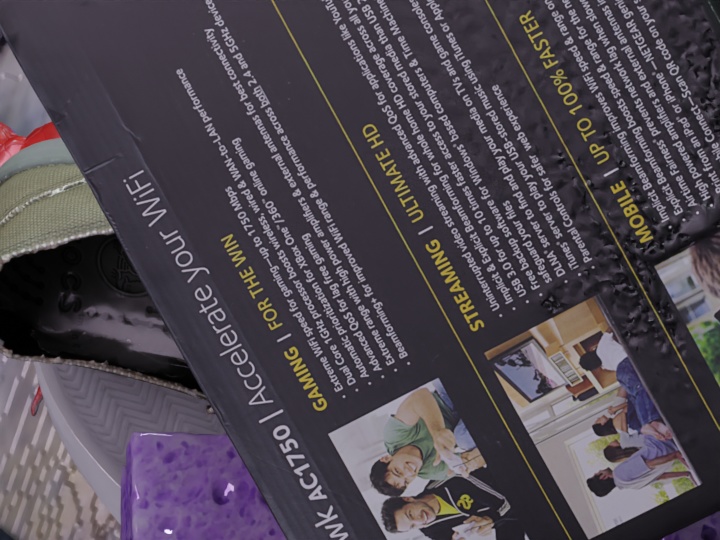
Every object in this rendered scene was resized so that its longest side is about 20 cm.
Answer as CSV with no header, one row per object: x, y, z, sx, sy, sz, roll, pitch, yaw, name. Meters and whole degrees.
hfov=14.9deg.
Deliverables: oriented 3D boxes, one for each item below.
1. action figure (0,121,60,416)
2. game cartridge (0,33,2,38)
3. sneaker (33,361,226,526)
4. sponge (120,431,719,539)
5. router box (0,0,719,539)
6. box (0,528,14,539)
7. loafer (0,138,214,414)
-0.143,-0.019,0.915,0.199,0.065,0.099,20,85,34,action figure
-0.128,-0.171,0.890,0.040,0.133,0.201,37,102,39,game cartridge
-0.047,0.077,0.804,0.200,0.073,0.116,61,158,21,sneaker
0.037,0.100,0.721,0.199,0.030,0.112,2,65,-8,sponge
0.020,-0.027,0.639,0.149,0.051,0.201,-27,96,14,router box
-0.178,0.133,0.833,0.200,0.196,0.118,33,100,31,box
-0.014,0.015,0.716,0.199,0.070,0.076,5,116,15,loafer
